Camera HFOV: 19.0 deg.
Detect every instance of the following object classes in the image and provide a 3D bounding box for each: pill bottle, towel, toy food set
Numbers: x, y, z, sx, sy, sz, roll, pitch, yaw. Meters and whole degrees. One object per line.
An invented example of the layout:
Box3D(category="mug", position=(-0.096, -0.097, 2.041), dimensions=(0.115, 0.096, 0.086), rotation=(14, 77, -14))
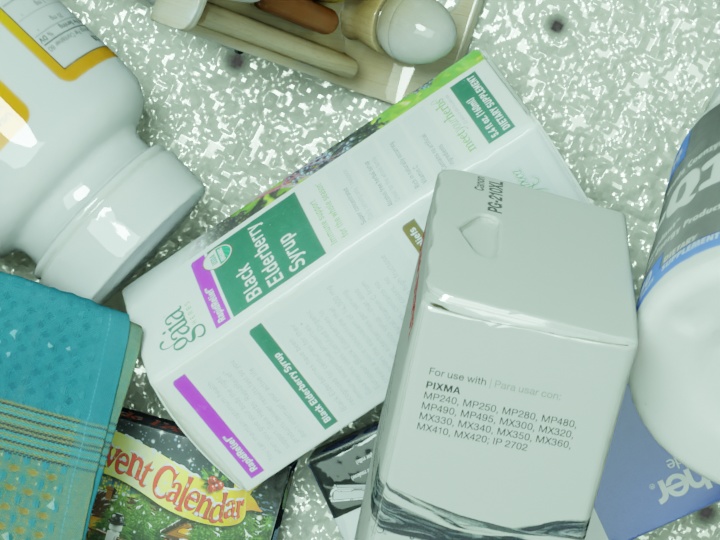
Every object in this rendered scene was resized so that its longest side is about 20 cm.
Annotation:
Box3D(category="pill bottle", position=(0.177, -0.010, 0.882), dimensions=(0.114, 0.200, 0.114), rotation=(8, 124, 12))
Box3D(category="towel", position=(-0.201, 0.061, 0.892), dimensions=(0.200, 0.022, 0.147), rotation=(18, 81, -17))
Box3D(category="toy food set", position=(0.002, -0.150, 0.909), dimensions=(0.060, 0.200, 0.144), rotation=(22, 95, 30))
Box3D(category="pill bottle", position=(-0.168, -0.076, 0.957), dimensions=(0.200, 0.111, 0.111), rotation=(44, 95, 1))

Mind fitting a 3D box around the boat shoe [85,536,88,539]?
Box3D(category="boat shoe", position=(-0.155, 0.120, 0.948), dimensions=(0.072, 0.068, 0.200), rotation=(-21, 91, 5))

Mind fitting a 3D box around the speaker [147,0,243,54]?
Box3D(category="speaker", position=(-0.120, -0.181, 0.965), dimensions=(0.200, 0.081, 0.081), rotation=(30, 94, 2))

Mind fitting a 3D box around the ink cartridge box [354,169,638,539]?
Box3D(category="ink cartridge box", position=(0.047, 0.080, 0.862), dimensions=(0.084, 0.145, 0.200), rotation=(12, 112, 0))

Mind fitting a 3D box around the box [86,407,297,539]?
Box3D(category="box", position=(-0.143, 0.127, 1.002), dimensions=(0.200, 0.038, 0.137), rotation=(15, 94, 3))

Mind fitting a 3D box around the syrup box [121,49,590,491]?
Box3D(category="syrup box", position=(0.000, 0.000, 0.950), dimensions=(0.200, 0.079, 0.081), rotation=(-33, 123, 4))

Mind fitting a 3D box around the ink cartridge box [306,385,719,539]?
Box3D(category="ink cartridge box", position=(0.086, 0.085, 0.979), dimensions=(0.200, 0.044, 0.094), rotation=(-25, 92, 5))
